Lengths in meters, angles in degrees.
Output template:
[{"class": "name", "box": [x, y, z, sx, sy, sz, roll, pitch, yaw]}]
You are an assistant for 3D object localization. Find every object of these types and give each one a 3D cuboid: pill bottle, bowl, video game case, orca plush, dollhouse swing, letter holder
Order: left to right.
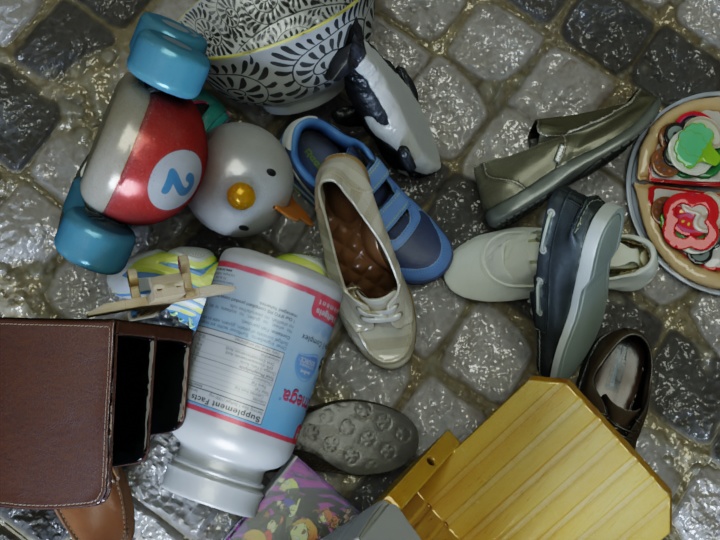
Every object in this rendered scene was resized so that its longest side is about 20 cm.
[{"class": "letter holder", "box": [-0.244, 0.112, 1.025, 0.198, 0.100, 0.144, 0, 83, 28]}, {"class": "pill bottle", "box": [-0.092, 0.092, 1.067, 0.107, 0.109, 0.203, 18, 83, 2]}, {"class": "bowl", "box": [-0.065, -0.204, 1.185, 0.199, 0.201, 0.095, -26, 122, -8]}, {"class": "video game case", "box": [-0.039, 0.289, 1.092, 0.200, 0.036, 0.182, 42, 80, -2]}, {"class": "orca plush", "box": [0.005, -0.136, 1.151, 0.070, 0.200, 0.107, -15, 73, 19]}, {"class": "dollhouse swing", "box": [0.127, 0.217, 1.050, 0.200, 0.176, 0.181, 48, 34, 5]}]

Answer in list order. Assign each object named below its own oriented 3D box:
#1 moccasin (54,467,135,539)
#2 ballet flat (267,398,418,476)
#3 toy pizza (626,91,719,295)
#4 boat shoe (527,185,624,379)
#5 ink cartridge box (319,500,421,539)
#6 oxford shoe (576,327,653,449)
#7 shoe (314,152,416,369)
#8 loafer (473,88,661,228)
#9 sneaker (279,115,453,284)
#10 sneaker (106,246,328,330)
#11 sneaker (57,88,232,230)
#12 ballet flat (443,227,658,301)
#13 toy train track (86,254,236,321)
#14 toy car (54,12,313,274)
[{"class": "moccasin", "box": [-0.245, 0.147, 1.114, 0.073, 0.078, 0.204, -15, 77, -6]}, {"class": "ballet flat", "box": [-0.048, 0.151, 1.144, 0.197, 0.046, 0.068, -4, 81, -8]}, {"class": "toy pizza", "box": [0.348, -0.076, 1.220, 0.197, 0.032, 0.203, 1, 76, -2]}, {"class": "boat shoe", "box": [0.177, 0.015, 1.127, 0.060, 0.202, 0.075, 29, 40, 25]}, {"class": "ink cartridge box", "box": [-0.023, 0.292, 0.992, 0.199, 0.083, 0.146, -37, 89, 19]}, {"class": "oxford shoe", "box": [0.209, 0.144, 1.133, 0.072, 0.084, 0.203, 13, 77, -1]}, {"class": "shoe", "box": [0.000, 0.000, 1.136, 0.069, 0.053, 0.202, -15, 107, 9]}, {"class": "loafer", "box": [0.188, -0.117, 1.201, 0.199, 0.075, 0.070, -32, 84, -10]}, {"class": "sneaker", "box": [0.001, -0.064, 1.176, 0.199, 0.082, 0.074, 40, 76, 6]}, {"class": "sneaker", "box": [-0.124, 0.037, 1.149, 0.197, 0.076, 0.107, -1, 77, -4]}, {"class": "sneaker", "box": [-0.176, -0.080, 1.175, 0.120, 0.084, 0.201, 26, 75, 14]}, {"class": "ballet flat", "box": [0.175, -0.012, 1.180, 0.197, 0.070, 0.070, -1, 76, -3]}, {"class": "toy train track", "box": [-0.165, 0.015, 1.034, 0.113, 0.200, 0.033, -10, 85, -17]}, {"class": "toy car", "box": [-0.121, -0.079, 1.063, 0.198, 0.177, 0.186, 22, 104, -15]}]
